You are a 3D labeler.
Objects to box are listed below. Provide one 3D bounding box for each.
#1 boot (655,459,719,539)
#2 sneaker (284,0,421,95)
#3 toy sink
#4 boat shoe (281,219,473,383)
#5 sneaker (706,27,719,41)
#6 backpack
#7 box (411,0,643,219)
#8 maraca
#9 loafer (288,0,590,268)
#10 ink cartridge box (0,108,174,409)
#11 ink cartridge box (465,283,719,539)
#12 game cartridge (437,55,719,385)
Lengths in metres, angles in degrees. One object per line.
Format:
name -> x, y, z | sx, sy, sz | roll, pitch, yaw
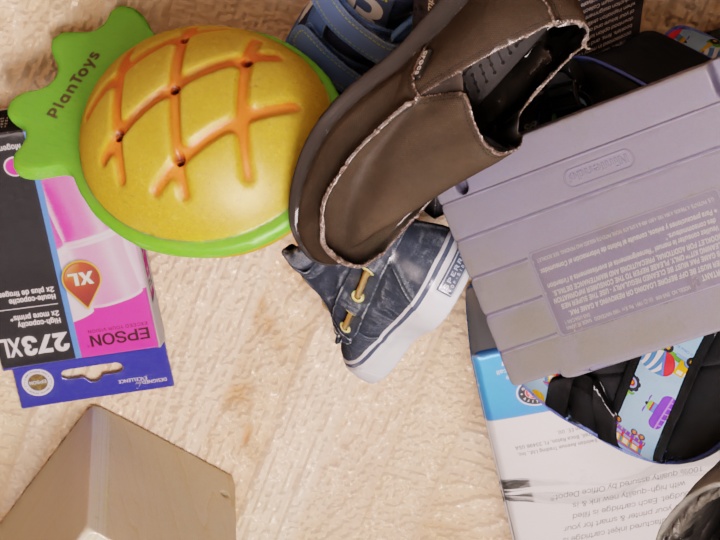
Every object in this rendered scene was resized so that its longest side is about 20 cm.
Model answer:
boot -> 0.223, 0.121, 1.601 | 0.073, 0.200, 0.182 | 28, 137, 13
sneaker -> 0.003, -0.135, 1.581 | 0.074, 0.082, 0.200 | 35, 113, 7
toy sink -> -0.166, 0.207, 1.759 | 0.112, 0.130, 0.200 | 30, 114, -19
boat shoe -> 0.000, 0.000, 1.639 | 0.091, 0.200, 0.071 | 30, 71, -4
sneaker -> 0.266, -0.093, 1.612 | 0.200, 0.104, 0.060 | -11, 129, 3
backpack -> 0.169, -0.007, 1.580 | 0.182, 0.135, 0.200 | 28, 118, 23
box -> 0.089, -0.137, 1.565 | 0.143, 0.036, 0.200 | -24, 134, -31
maraca -> -0.098, -0.075, 1.572 | 0.200, 0.137, 0.107 | 22, 156, 29
loafer -> 0.040, -0.076, 1.486 | 0.073, 0.071, 0.200 | 25, 107, -44
ink cartridge box -> -0.170, -0.003, 1.690 | 0.095, 0.037, 0.200 | -8, 123, 3
ink cartridge box -> 0.151, 0.098, 1.734 | 0.146, 0.084, 0.200 | -11, 121, 4
game cartridge -> 0.139, -0.024, 1.493 | 0.200, 0.038, 0.130 | -19, 98, 36
